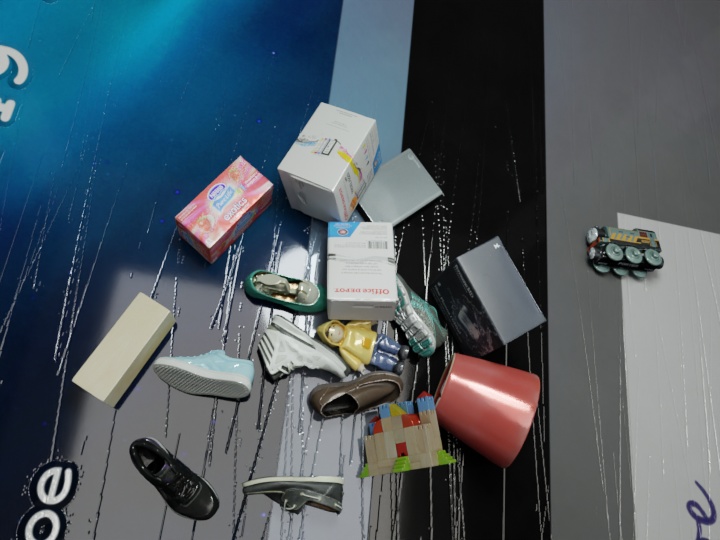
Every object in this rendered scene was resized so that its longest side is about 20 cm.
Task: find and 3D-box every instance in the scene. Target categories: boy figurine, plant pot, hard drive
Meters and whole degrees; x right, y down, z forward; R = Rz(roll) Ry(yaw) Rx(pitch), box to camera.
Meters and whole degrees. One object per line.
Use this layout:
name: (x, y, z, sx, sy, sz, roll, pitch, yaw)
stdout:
boy figurine: (0.004, 0.150, 1.203, 0.197, 0.064, 0.126, 25, 78, -6)
plant pot: (0.244, 0.270, 1.159, 0.174, 0.201, 0.203, 22, 68, 7)
hard drive: (0.081, -0.186, 1.351, 0.198, 0.033, 0.141, -33, 81, -21)

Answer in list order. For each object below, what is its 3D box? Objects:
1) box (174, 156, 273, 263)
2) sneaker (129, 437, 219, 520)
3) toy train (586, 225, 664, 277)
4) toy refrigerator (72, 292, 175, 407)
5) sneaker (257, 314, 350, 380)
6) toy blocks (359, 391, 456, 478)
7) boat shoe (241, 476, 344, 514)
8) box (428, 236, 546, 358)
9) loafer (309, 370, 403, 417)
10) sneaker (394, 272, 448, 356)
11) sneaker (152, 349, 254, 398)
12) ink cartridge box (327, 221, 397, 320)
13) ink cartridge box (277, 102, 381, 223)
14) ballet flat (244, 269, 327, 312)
box: (-0.288, -0.130, 1.215, 0.102, 0.095, 0.201, 40, 68, 4)
sneaker: (-0.344, 0.384, 1.032, 0.199, 0.088, 0.076, 38, 67, 2)
toy train: (0.656, -0.052, 1.414, 0.195, 0.086, 0.116, 7, 58, -8)
toy refrigerator: (-0.451, 0.153, 1.099, 0.075, 0.070, 0.202, 28, 67, 6)
sneaker: (-0.123, 0.190, 1.166, 0.198, 0.076, 0.116, 32, 76, 8)
toy blocks: (0.079, 0.321, 1.117, 0.099, 0.197, 0.140, 15, 59, -51)
boat shoe: (-0.127, 0.425, 1.075, 0.195, 0.072, 0.069, 8, 66, -12)
box: (0.261, 0.068, 1.216, 0.116, 0.200, 0.199, -24, 77, -19)
loafer: (-0.003, 0.262, 1.149, 0.196, 0.071, 0.075, -12, 113, -9)
sneaker: (0.121, 0.091, 1.255, 0.090, 0.078, 0.203, -14, 69, -42)
sneaker: (-0.305, 0.195, 1.127, 0.196, 0.075, 0.083, 14, 39, -3)
ink cartridge box: (0.000, 0.000, 1.207, 0.142, 0.085, 0.203, 2, 56, -3)
ink cartridge box: (-0.062, -0.230, 1.253, 0.142, 0.148, 0.202, 22, 68, 18)
ballet flat: (-0.148, 0.043, 1.201, 0.196, 0.071, 0.069, 12, 69, -9)
